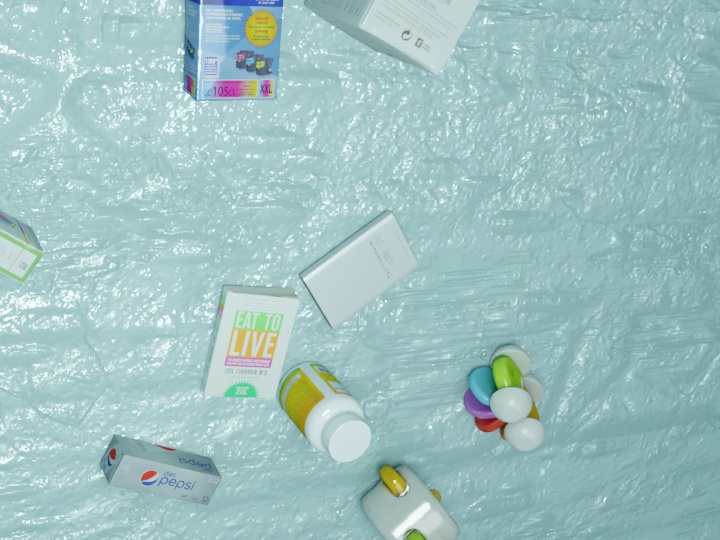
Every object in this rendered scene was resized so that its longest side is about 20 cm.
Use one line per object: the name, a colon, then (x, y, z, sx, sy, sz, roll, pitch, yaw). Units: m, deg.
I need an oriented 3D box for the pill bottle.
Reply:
pill bottle: (-0.062, 0.254, 1.778, 0.111, 0.200, 0.112, -12, 117, -24)

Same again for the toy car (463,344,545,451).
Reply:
toy car: (0.286, 0.264, 2.025, 0.149, 0.175, 0.200, -15, 127, 20)

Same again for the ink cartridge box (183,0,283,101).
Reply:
ink cartridge box: (-0.192, -0.361, 1.500, 0.136, 0.076, 0.201, -6, 113, -27)

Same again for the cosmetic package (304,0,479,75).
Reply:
cosmetic package: (0.053, -0.425, 1.529, 0.167, 0.200, 0.167, 24, 99, -35)

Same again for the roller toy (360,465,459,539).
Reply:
roller toy: (0.102, 0.487, 1.992, 0.140, 0.200, 0.183, -40, 160, -7)

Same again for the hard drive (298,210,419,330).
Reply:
hard drive: (0.000, 0.000, 1.803, 0.200, 0.026, 0.132, -36, 125, -10)

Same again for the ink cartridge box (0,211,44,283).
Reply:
ink cartridge box: (-0.556, -0.066, 1.412, 0.200, 0.104, 0.059, 33, 93, -35)

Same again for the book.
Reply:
book: (-0.195, 0.126, 1.745, 0.133, 0.048, 0.201, 5, 111, -27)

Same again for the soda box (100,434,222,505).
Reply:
soda box: (-0.346, 0.350, 1.743, 0.200, 0.068, 0.064, 22, 101, -34)
